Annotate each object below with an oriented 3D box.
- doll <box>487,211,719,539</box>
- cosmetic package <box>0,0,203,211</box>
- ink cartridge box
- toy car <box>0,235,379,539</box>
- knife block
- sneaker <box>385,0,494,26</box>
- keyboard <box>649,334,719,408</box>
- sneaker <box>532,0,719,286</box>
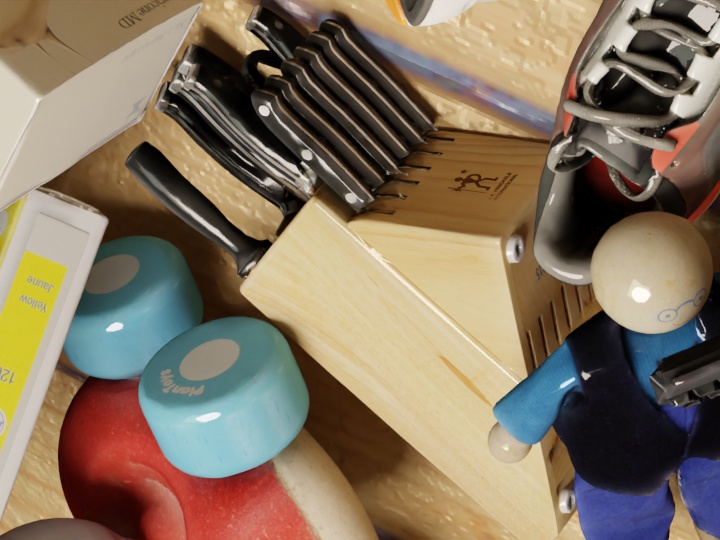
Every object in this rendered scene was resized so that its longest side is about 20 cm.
[{"bbox_3d":[0.111,0.045,0.825,0.200,0.136,0.048,70,175,-50],"label":"doll"},{"bbox_3d":[-0.170,-0.123,0.873,0.200,0.104,0.073,40,132,8],"label":"cosmetic package"},{"bbox_3d":[-0.175,0.074,0.948,0.047,0.200,0.198,25,166,-18],"label":"ink cartridge box"},{"bbox_3d":[-0.107,0.124,0.947,0.177,0.200,0.184,36,154,52],"label":"toy car"},{"bbox_3d":[0.000,0.000,0.900,0.175,0.064,0.200,8,129,32],"label":"knife block"},{"bbox_3d":[0.061,-0.161,0.670,0.076,0.092,0.200,60,148,34],"label":"sneaker"},{"bbox_3d":[0.184,-0.001,0.717,0.200,0.127,0.021,-23,88,12],"label":"keyboard"},{"bbox_3d":[0.104,-0.066,0.755,0.077,0.082,0.200,28,136,13],"label":"sneaker"}]
